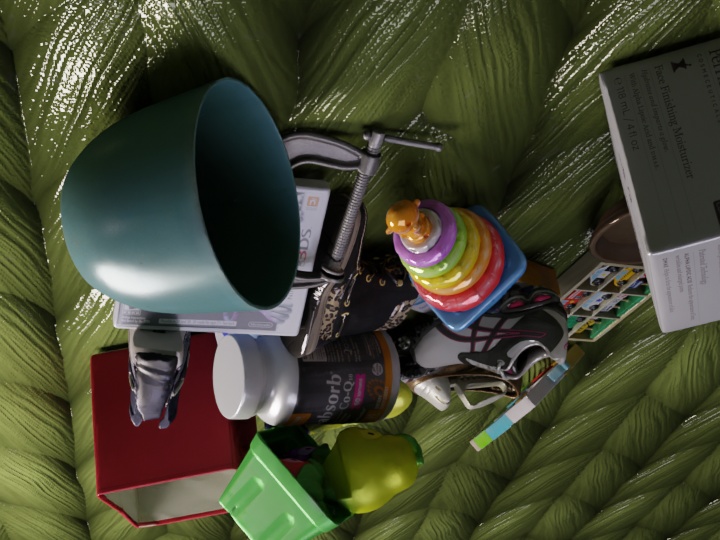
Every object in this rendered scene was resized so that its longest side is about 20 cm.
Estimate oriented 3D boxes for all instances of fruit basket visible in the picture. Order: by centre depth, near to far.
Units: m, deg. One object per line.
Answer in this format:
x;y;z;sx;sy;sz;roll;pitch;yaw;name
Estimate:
-0.038;0.228;1.435;0.215;0.156;0.216;-42;171;-8;fruit basket

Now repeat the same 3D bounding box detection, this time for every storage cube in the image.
-0.225;0.202;1.573;0.197;0.182;0.171;-12;154;4;storage cube

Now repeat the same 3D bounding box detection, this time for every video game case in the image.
-0.142;-0.015;1.271;0.197;0.023;0.184;4;122;-17;video game case

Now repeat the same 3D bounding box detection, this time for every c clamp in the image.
-0.031;-0.058;1.237;0.169;0.027;0.202;15;118;-21;c clamp

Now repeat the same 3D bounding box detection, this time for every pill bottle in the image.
-0.062;0.121;1.453;0.197;0.118;0.116;1;152;-29;pill bottle

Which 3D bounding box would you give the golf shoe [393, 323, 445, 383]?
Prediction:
0.037;0.126;1.632;0.198;0.078;0.088;-16;167;25;golf shoe

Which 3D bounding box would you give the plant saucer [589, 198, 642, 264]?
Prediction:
0.351;-0.058;1.405;0.197;0.030;0.200;-9;160;-3;plant saucer

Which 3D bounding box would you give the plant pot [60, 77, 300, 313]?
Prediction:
-0.166;-0.054;1.113;0.159;0.203;0.201;-9;154;22;plant pot

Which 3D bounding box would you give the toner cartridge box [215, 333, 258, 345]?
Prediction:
-0.126;0.026;1.426;0.093;0.044;0.201;-7;152;-3;toner cartridge box

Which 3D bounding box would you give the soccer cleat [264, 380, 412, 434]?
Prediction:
-0.029;0.178;1.570;0.197;0.084;0.065;-9;116;24;soccer cleat

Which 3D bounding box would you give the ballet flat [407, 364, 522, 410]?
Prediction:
0.133;0.154;1.712;0.197;0.073;0.068;1;150;-18;ballet flat

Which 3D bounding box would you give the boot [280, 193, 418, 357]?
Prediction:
0.000;0.000;1.375;0.149;0.073;0.202;-9;128;-40;boot

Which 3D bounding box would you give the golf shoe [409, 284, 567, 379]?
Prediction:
0.149;0.087;1.479;0.198;0.089;0.077;-20;151;23;golf shoe

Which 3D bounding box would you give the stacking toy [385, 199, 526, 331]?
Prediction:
0.074;-0.029;1.279;0.116;0.110;0.200;-44;149;9;stacking toy

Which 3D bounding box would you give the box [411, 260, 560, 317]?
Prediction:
0.131;0.017;1.492;0.198;0.042;0.119;15;144;-42;box

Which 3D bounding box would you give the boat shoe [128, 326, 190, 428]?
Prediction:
-0.220;0.092;1.350;0.073;0.200;0.094;8;109;-5;boat shoe

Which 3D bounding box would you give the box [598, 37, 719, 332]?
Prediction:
0.320;-0.076;1.197;0.129;0.201;0.200;-15;153;11;box

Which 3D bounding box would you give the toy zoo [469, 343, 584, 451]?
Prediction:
0.239;0.173;1.753;0.131;0.020;0.200;-39;173;-38;toy zoo

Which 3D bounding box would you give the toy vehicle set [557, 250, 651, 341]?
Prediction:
0.296;0.031;1.580;0.123;0.027;0.200;4;149;-24;toy vehicle set
